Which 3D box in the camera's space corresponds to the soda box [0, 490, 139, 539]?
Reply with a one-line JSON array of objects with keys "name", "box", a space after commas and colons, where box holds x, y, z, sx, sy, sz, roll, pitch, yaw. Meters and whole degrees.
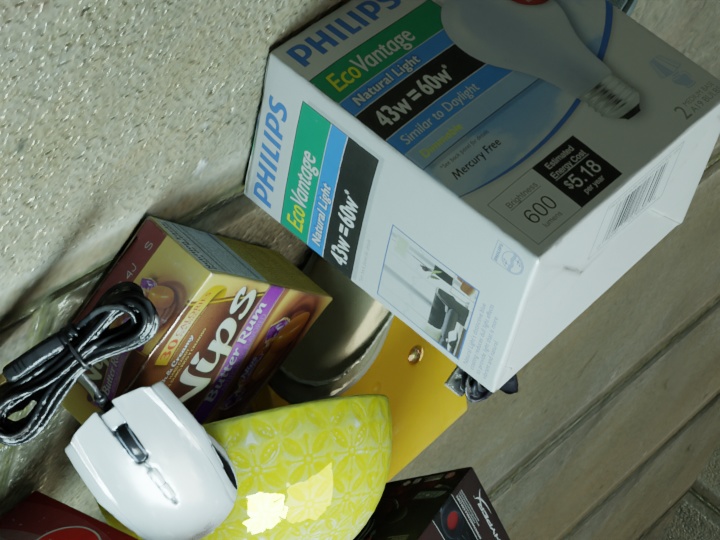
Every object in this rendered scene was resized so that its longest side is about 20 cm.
[{"name": "soda box", "box": [-0.143, 0.198, 1.172, 0.070, 0.199, 0.064, -37, 128, -34]}]

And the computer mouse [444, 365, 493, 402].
[{"name": "computer mouse", "box": [0.072, -0.002, 1.342, 0.139, 0.053, 0.200, -52, 148, -3]}]

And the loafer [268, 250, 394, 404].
[{"name": "loafer", "box": [0.000, 0.000, 1.361, 0.201, 0.075, 0.068, -56, 163, -18]}]

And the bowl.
[{"name": "bowl", "box": [-0.065, 0.154, 1.275, 0.198, 0.109, 0.200, -14, 171, -2]}]

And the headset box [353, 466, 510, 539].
[{"name": "headset box", "box": [-0.009, 0.225, 1.340, 0.148, 0.075, 0.200, -16, -160, 38]}]

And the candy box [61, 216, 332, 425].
[{"name": "candy box", "box": [-0.101, 0.039, 1.207, 0.117, 0.056, 0.200, -53, 161, 8]}]

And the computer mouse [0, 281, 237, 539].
[{"name": "computer mouse", "box": [-0.118, 0.098, 1.107, 0.109, 0.044, 0.200, -37, 135, -2]}]

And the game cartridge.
[{"name": "game cartridge", "box": [0.000, 0.083, 1.478, 0.200, 0.032, 0.177, -37, 132, -35]}]

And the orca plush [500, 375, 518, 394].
[{"name": "orca plush", "box": [0.104, -0.003, 1.532, 0.104, 0.202, 0.071, 6, 160, -23]}]

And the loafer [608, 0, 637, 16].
[{"name": "loafer", "box": [0.128, -0.135, 1.415, 0.200, 0.072, 0.063, -49, 168, -15]}]

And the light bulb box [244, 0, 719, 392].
[{"name": "light bulb box", "box": [0.072, -0.074, 1.176, 0.198, 0.200, 0.125, -39, 157, -35]}]
